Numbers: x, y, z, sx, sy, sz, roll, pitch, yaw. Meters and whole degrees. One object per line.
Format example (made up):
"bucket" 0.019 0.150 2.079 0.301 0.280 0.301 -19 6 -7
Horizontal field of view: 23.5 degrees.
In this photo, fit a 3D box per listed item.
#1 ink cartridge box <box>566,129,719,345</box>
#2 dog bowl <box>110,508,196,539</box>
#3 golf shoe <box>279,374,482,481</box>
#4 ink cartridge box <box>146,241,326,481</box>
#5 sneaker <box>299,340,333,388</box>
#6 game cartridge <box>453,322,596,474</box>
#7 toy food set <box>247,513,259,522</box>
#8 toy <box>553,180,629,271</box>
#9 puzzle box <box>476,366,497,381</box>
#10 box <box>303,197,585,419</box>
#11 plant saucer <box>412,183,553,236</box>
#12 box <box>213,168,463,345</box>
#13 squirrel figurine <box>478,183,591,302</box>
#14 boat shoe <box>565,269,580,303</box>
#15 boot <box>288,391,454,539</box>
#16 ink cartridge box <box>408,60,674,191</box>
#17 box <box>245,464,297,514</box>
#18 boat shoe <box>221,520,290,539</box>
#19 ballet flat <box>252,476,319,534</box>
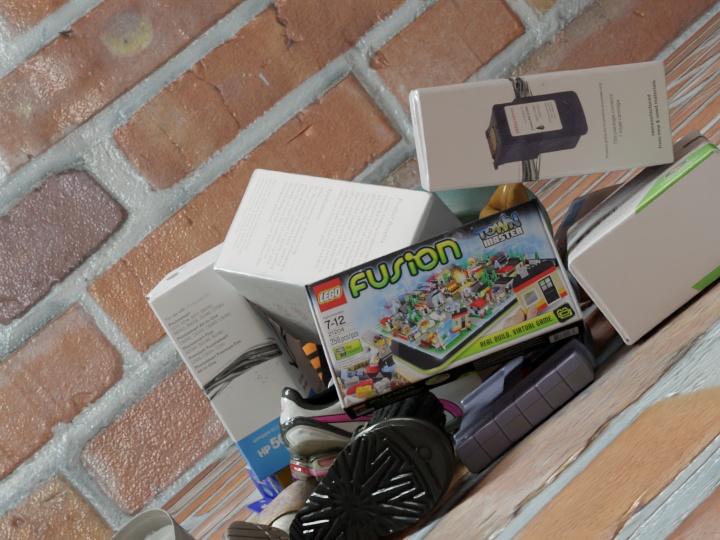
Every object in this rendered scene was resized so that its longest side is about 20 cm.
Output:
"ink cartridge box" 0.244 -0.032 1.392 0.145 0.084 0.200 -39 2 11
"dog bowl" -0.193 0.308 1.483 0.200 0.058 0.201 -45 26 29
"golf shoe" 0.022 0.119 1.557 0.199 0.093 0.072 -17 10 -22
"ink cartridge box" -0.108 0.079 1.640 0.084 0.201 0.146 -29 7 6
"sneaker" -0.027 0.089 1.768 0.069 0.202 0.090 -12 29 -29
"game cartridge" 0.136 0.094 1.424 0.130 0.038 0.200 -44 1 10
"toy food set" -0.126 0.296 1.650 0.198 0.049 0.200 -39 3 45
"toy" 0.239 -0.029 1.581 0.199 0.047 0.116 -23 -36 -48
"puzzle box" 0.084 0.125 1.775 0.200 0.025 0.133 -41 2 -26
"box" 0.065 0.030 1.361 0.199 0.111 0.035 -21 -22 3
"plant saucer" 0.108 -0.007 1.786 0.200 0.200 0.036 -39 31 15
"box" 0.000 0.000 1.533 0.199 0.152 0.107 10 69 35
"squirrel figurine" 0.101 0.036 1.671 0.186 0.142 0.200 -39 1 -32
"boat shoe" 0.089 0.058 1.404 0.199 0.072 0.062 -24 19 4
"boot" 0.034 0.146 1.401 0.158 0.080 0.211 -42 0 -44
"ink cartridge box" 0.143 -0.116 1.413 0.198 0.085 0.145 -6 3 1
"box" -0.027 0.166 1.670 0.199 0.042 0.119 -31 6 -17
"boat shoe" -0.087 0.271 1.369 0.200 0.075 0.072 -80 6 -73
"ballet flat" -0.084 0.265 1.524 0.200 0.068 0.067 -47 21 -11
